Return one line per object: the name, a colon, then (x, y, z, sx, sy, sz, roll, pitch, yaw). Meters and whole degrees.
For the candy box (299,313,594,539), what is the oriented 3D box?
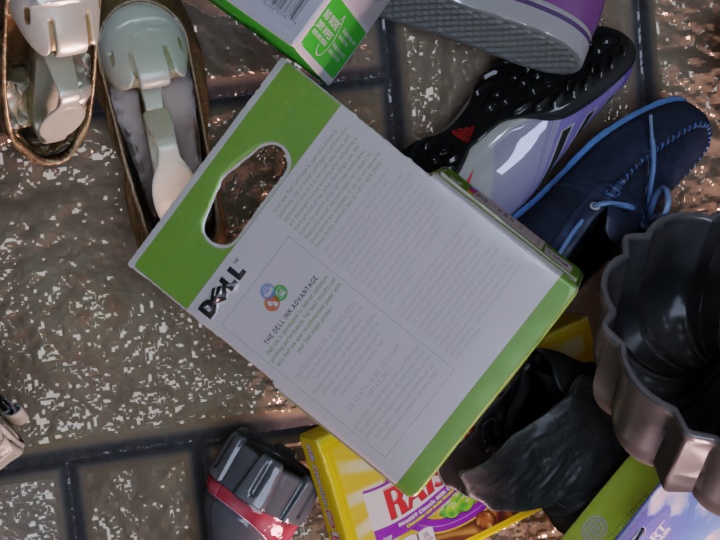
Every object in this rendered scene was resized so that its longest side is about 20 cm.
candy box: (0.064, 0.107, 1.151, 0.199, 0.026, 0.103, -23, 102, -26)

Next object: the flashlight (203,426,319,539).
flashlight: (-0.096, 0.192, 1.140, 0.068, 0.068, 0.201, 31, 93, 1)

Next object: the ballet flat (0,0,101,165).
ballet flat: (-0.159, -0.125, 1.013, 0.070, 0.200, 0.065, -19, 63, -19)

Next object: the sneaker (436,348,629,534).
sneaker: (0.138, 0.077, 1.140, 0.200, 0.060, 0.104, -47, 120, -14)

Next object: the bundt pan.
bundt pan: (0.216, 0.062, 1.070, 0.201, 0.202, 0.076, 7, 133, -13)

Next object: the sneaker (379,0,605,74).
sneaker: (0.049, -0.198, 1.112, 0.200, 0.073, 0.115, 21, 75, -9)

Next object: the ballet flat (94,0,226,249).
ballet flat: (-0.114, -0.085, 1.084, 0.067, 0.072, 0.201, -11, 101, -9)

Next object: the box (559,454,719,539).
box: (0.176, 0.183, 1.155, 0.122, 0.048, 0.200, -51, 139, 0)

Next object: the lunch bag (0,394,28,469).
lunch bag: (-0.290, 0.108, 1.019, 0.167, 0.139, 0.200, 37, 87, 14)

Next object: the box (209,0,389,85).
box: (-0.052, -0.232, 1.019, 0.200, 0.097, 0.177, 35, 90, 13)

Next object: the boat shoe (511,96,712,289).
boat shoe: (0.139, -0.018, 1.136, 0.200, 0.069, 0.084, -43, 144, -8)

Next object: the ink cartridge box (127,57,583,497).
ink cartridge box: (0.000, 0.000, 1.057, 0.200, 0.076, 0.148, 39, 100, 4)

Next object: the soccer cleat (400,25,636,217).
soccer cleat: (0.085, -0.067, 1.142, 0.200, 0.068, 0.073, -40, 134, -11)
